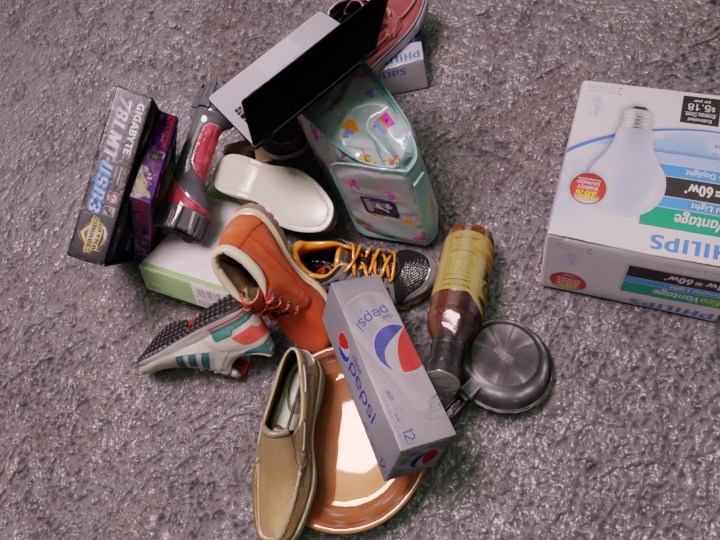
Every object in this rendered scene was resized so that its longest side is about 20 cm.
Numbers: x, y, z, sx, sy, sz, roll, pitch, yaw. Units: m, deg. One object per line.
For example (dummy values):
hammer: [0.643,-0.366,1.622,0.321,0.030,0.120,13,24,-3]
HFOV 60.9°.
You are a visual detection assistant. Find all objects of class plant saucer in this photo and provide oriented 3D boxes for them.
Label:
plant saucer: [-0.016,0.186,0.690,0.195,0.038,0.205,-6,65,13]

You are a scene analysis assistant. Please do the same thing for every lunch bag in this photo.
lunch bag: [0.017,-0.133,0.751,0.121,0.171,0.201,-35,59,-5]

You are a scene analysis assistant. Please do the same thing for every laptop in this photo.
laptop: [-0.079,-0.242,0.674,0.186,0.117,0.200,-39,54,-8]

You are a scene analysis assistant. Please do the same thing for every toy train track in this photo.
toy train track: [-0.098,-0.185,0.883,0.195,0.033,0.116,-14,43,1]

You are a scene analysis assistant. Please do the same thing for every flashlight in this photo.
flashlight: [-0.202,-0.140,0.792,0.067,0.067,0.205,7,74,42]

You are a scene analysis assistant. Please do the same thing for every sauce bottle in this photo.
sauce bottle: [0.108,0.038,0.684,0.064,0.067,0.203,6,53,17]

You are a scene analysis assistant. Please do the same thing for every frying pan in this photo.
frying pan: [0.124,0.110,0.674,0.186,0.031,0.117,-16,55,-9]

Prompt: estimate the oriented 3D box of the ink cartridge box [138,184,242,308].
ink cartridge box: [-0.182,-0.041,0.833,0.142,0.049,0.202,14,47,19]

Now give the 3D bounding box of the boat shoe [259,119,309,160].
boat shoe: [-0.122,-0.225,0.858,0.071,0.064,0.202,-18,43,-6]

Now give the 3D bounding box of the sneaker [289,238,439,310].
sneaker: [0.000,0.000,0.749,0.195,0.078,0.080,-1,63,12]

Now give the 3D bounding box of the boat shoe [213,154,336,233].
boat shoe: [-0.104,-0.096,0.797,0.199,0.060,0.073,25,86,29]

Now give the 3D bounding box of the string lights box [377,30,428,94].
string lights box: [0.039,-0.361,0.913,0.100,0.059,0.205,-8,64,10]

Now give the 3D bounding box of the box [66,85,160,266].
box: [-0.301,-0.111,0.784,0.049,0.198,0.205,16,89,-11]

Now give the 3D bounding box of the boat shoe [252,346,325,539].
boat shoe: [-0.084,0.181,0.646,0.070,0.076,0.205,-2,66,13]

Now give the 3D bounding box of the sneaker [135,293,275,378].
sneaker: [-0.189,0.103,0.752,0.197,0.094,0.071,-26,20,26]

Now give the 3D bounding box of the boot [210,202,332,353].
boot: [-0.096,0.033,0.696,0.074,0.202,0.108,-27,21,21]

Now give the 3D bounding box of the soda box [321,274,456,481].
soda box: [0.022,0.104,0.640,0.062,0.069,0.202,-9,52,-23]

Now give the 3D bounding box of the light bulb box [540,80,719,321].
light bulb box: [0.316,-0.078,0.676,0.194,0.125,0.204,12,68,19]

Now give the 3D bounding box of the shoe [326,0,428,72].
shoe: [0.020,-0.336,0.822,0.071,0.091,0.201,34,79,25]

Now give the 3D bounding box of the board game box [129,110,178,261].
board game box: [-0.269,-0.101,0.804,0.032,0.200,0.123,19,66,-11]
